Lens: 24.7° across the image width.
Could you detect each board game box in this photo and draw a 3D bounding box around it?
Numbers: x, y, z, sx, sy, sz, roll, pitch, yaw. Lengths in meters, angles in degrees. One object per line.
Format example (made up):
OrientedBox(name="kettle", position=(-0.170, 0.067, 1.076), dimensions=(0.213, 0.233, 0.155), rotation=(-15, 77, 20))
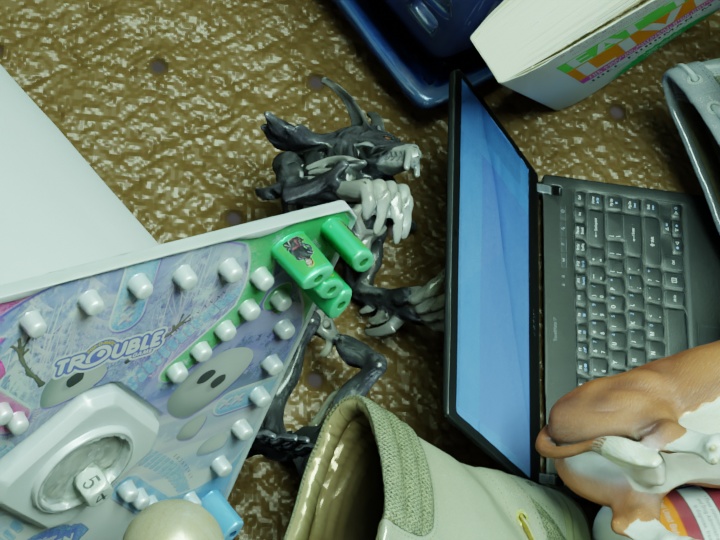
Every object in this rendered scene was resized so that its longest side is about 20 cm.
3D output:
OrientedBox(name="board game box", position=(-0.101, 0.073, 0.600), dimensions=(0.200, 0.200, 0.026), rotation=(-16, 53, -41))

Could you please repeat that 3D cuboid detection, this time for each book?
OrientedBox(name="book", position=(0.127, -0.129, 0.775), dimensions=(0.133, 0.200, 0.048), rotation=(-34, 84, 14))

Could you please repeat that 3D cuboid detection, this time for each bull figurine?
OrientedBox(name="bull figurine", position=(0.176, 0.057, 0.696), dimensions=(0.200, 0.121, 0.065), rotation=(-21, 110, -9))

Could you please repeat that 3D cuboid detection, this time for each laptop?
OrientedBox(name="laptop", position=(0.126, 0.014, 0.787), dimensions=(0.199, 0.103, 0.178), rotation=(7, 65, -9))

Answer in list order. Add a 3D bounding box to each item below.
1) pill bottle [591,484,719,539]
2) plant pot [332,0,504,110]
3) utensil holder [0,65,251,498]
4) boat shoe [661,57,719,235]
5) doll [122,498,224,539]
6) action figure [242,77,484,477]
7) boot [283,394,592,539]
OrientedBox(name="pill bottle", position=(0.211, 0.141, 0.725), dimensions=(0.199, 0.113, 0.113), rotation=(-9, 68, -4))
OrientedBox(name="plant pot", position=(0.064, -0.212, 0.834), dimensions=(0.200, 0.180, 0.200), rotation=(-30, 74, -23))
OrientedBox(name="utensil holder", position=(-0.168, 0.011, 0.668), dimensions=(0.170, 0.170, 0.200), rotation=(-30, 61, -23))
OrientedBox(name="boat shoe", position=(0.199, -0.012, 0.811), dimensions=(0.065, 0.074, 0.203), rotation=(-7, 76, -5))
OrientedBox(name="doll", position=(-0.020, 0.168, 0.622), dimensions=(0.048, 0.136, 0.200), rotation=(-38, 95, -32))
OrientedBox(name="action figure", position=(0.000, 0.000, 0.761), dimensions=(0.119, 0.102, 0.200), rotation=(37, 57, -46))
OrientedBox(name="boot", position=(0.035, 0.163, 0.675), dimensions=(0.155, 0.072, 0.200), rotation=(32, 49, -41))
